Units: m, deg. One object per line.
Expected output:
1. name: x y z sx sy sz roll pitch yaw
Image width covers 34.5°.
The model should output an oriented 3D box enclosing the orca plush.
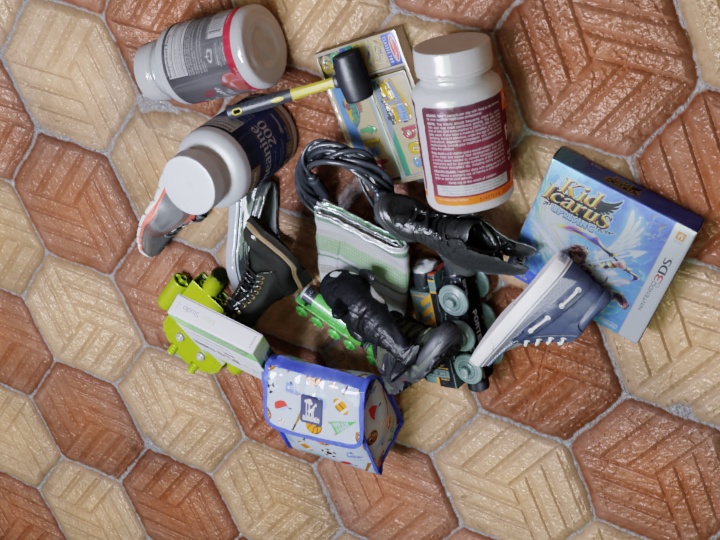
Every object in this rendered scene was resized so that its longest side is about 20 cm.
1. orca plush: -0.009 0.070 1.554 0.201 0.070 0.106 58 140 30

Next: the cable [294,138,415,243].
1. cable: -0.017 -0.100 1.580 0.162 0.051 0.201 -3 133 50

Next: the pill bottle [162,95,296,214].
1. pill bottle: -0.177 -0.154 1.567 0.110 0.200 0.112 14 123 22

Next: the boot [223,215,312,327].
1. boot: -0.151 0.016 1.627 0.078 0.138 0.200 48 177 30

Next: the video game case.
1. video game case: 0.302 -0.031 1.462 0.199 0.045 0.183 29 126 13

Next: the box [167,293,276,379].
1. box: -0.191 0.106 1.703 0.143 0.037 0.200 25 167 14

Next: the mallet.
1. mallet: -0.084 -0.240 1.503 0.197 0.041 0.067 -7 112 12

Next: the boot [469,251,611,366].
1. boot: 0.228 0.074 1.484 0.090 0.073 0.200 39 123 1

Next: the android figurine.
1. android figurine: -0.243 0.088 1.843 0.182 0.041 0.200 44 127 1

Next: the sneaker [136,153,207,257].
1. sneaker: -0.275 -0.085 1.744 0.081 0.077 0.201 31 128 3

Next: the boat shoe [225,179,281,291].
1. boat shoe: -0.152 -0.042 1.696 0.070 0.072 0.202 14 120 28

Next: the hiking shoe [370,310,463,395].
1. hiking shoe: 0.063 0.099 1.570 0.101 0.075 0.200 55 147 5

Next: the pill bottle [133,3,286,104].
1. pill bottle: -0.207 -0.286 1.568 0.198 0.111 0.112 -6 113 32

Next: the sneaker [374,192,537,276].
1. sneaker: 0.119 -0.050 1.485 0.199 0.060 0.104 33 157 -10

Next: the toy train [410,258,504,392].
1. toy train: 0.126 0.074 1.601 0.113 0.085 0.202 4 118 38

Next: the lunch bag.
1. lunch bag: -0.045 0.201 1.698 0.168 0.125 0.201 12 149 20

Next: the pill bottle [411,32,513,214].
1. pill bottle: 0.125 -0.183 1.434 0.113 0.114 0.202 4 118 28

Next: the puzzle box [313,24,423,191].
1. puzzle box: 0.030 -0.210 1.529 0.132 0.025 0.202 -11 110 33

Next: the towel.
1. towel: 0.000 0.000 1.614 0.148 0.031 0.201 28 147 19

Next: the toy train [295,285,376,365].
1. toy train: -0.013 0.087 1.700 0.199 0.042 0.057 34 156 8
